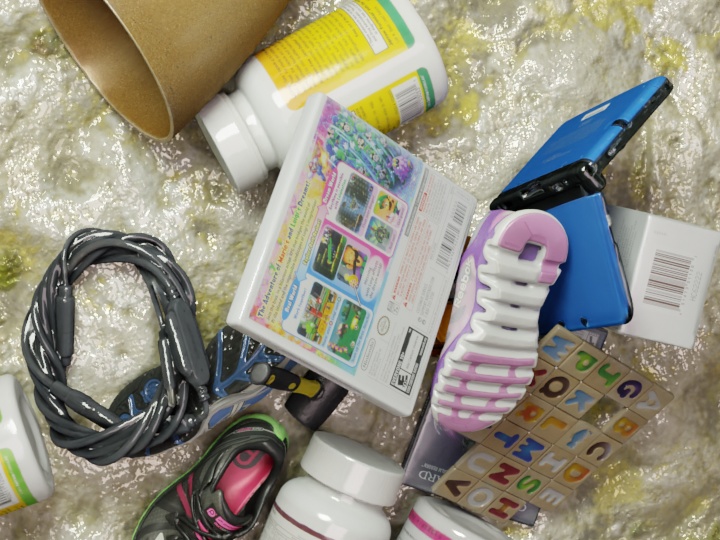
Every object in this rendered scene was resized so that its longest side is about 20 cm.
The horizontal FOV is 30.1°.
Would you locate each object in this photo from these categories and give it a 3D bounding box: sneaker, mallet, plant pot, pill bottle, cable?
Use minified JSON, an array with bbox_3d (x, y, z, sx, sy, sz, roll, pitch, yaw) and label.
[{"bbox_3d":[-0.137,0.213,1.180,0.077,0.084,0.201,36,90,-13],"label":"sneaker"},{"bbox_3d":[-0.061,0.104,1.134,0.041,0.200,0.066,39,98,17],"label":"mallet"},{"bbox_3d":[-0.133,0.109,1.170,0.199,0.077,0.076,-28,70,13],"label":"sneaker"},{"bbox_3d":[-0.136,-0.238,1.082,0.200,0.186,0.187,-40,104,-17],"label":"plant pot"},{"bbox_3d":[0.058,0.319,1.219,0.113,0.113,0.201,27,92,-14],"label":"pill bottle"},{"bbox_3d":[-0.367,0.170,1.113,0.199,0.111,0.112,-19,101,-8],"label":"pill bottle"},{"bbox_3d":[-0.038,0.254,1.192,0.109,0.110,0.201,22,93,-13],"label":"pill bottle"},{"bbox_3d":[-0.036,-0.149,1.136,0.199,0.113,0.113,-30,102,-6],"label":"pill bottle"},{"bbox_3d":[0.106,0.035,1.121,0.080,0.088,0.201,13,104,-23],"label":"sneaker"},{"bbox_3d":[-0.213,0.061,1.143,0.162,0.051,0.201,-24,77,16],"label":"cable"}]

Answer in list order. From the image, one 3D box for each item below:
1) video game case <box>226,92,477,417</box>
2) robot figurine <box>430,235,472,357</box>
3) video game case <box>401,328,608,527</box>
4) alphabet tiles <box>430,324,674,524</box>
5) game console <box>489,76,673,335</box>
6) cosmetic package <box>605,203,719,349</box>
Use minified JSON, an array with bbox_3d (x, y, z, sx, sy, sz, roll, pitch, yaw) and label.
[{"bbox_3d":[0.000,-0.011,1.065,0.182,0.024,0.201,31,68,-31],"label":"video game case"},{"bbox_3d":[0.035,0.015,1.148,0.199,0.058,0.146,7,81,-42],"label":"robot figurine"},{"bbox_3d":[0.134,0.126,1.257,0.142,0.019,0.201,20,94,-13],"label":"video game case"},{"bbox_3d":[0.162,0.149,1.200,0.167,0.008,0.200,29,113,-34],"label":"alphabet tiles"},{"bbox_3d":[0.200,-0.050,1.135,0.118,0.200,0.171,45,75,-8],"label":"game console"},{"bbox_3d":[0.229,-0.003,1.164,0.071,0.200,0.102,13,96,-13],"label":"cosmetic package"}]
